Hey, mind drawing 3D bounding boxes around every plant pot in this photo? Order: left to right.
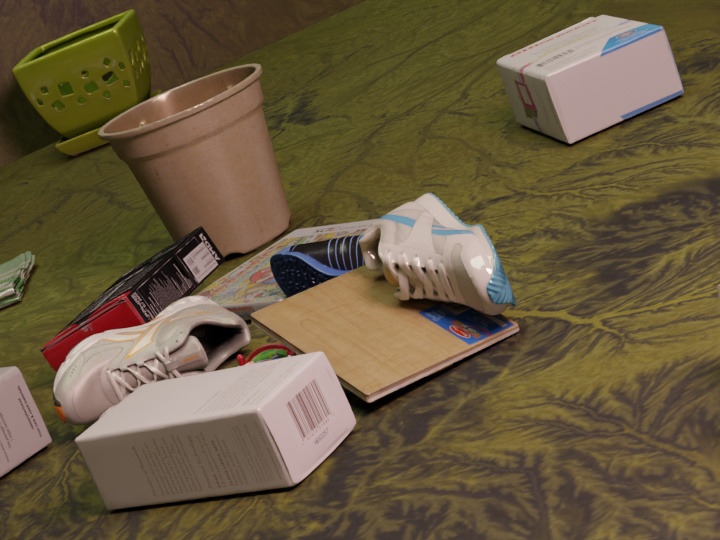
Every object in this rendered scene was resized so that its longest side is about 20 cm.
[{"bbox_3d":[-0.449,-0.311,3.435,0.200,0.182,0.199,-20,15,9],"label":"plant pot"},{"bbox_3d":[-0.173,-0.112,2.319,0.200,0.184,0.200,-20,15,6],"label":"plant pot"}]

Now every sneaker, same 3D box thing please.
[{"bbox_3d":[-0.191,0.083,1.882,0.200,0.076,0.092,-32,22,-29],"label":"sneaker"},{"bbox_3d":[0.000,0.000,1.904,0.078,0.070,0.200,-34,27,-32],"label":"sneaker"},{"bbox_3d":[0.066,-0.002,1.707,0.081,0.077,0.200,-27,23,-13],"label":"sneaker"}]

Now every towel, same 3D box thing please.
[{"bbox_3d":[-0.494,0.031,2.599,0.152,0.023,0.200,-23,15,2],"label":"towel"}]

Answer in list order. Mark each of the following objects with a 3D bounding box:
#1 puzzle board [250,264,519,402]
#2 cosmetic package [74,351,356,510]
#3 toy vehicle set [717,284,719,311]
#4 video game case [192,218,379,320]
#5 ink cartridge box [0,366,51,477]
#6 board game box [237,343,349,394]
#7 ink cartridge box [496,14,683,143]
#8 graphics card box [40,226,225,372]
[{"bbox_3d":[0.018,0.048,1.715,0.151,0.017,0.200,-23,29,-24],"label":"puzzle board"},{"bbox_3d":[-0.116,0.128,1.607,0.200,0.074,0.102,-13,17,38],"label":"cosmetic package"},{"bbox_3d":[0.329,0.011,1.308,0.124,0.027,0.200,-6,-1,-15],"label":"toy vehicle set"},{"bbox_3d":[-0.070,0.000,2.091,0.182,0.023,0.200,-6,22,48],"label":"video game case"},{"bbox_3d":[-0.407,0.172,1.849,0.146,0.084,0.200,-7,21,46],"label":"ink cartridge box"},{"bbox_3d":[-0.080,0.089,1.751,0.158,0.039,0.200,-32,18,-33],"label":"board game box"},{"bbox_3d":[0.252,-0.216,2.265,0.144,0.085,0.200,-24,16,-7],"label":"ink cartridge box"},{"bbox_3d":[-0.234,0.034,2.109,0.125,0.051,0.200,-31,10,28],"label":"graphics card box"}]
